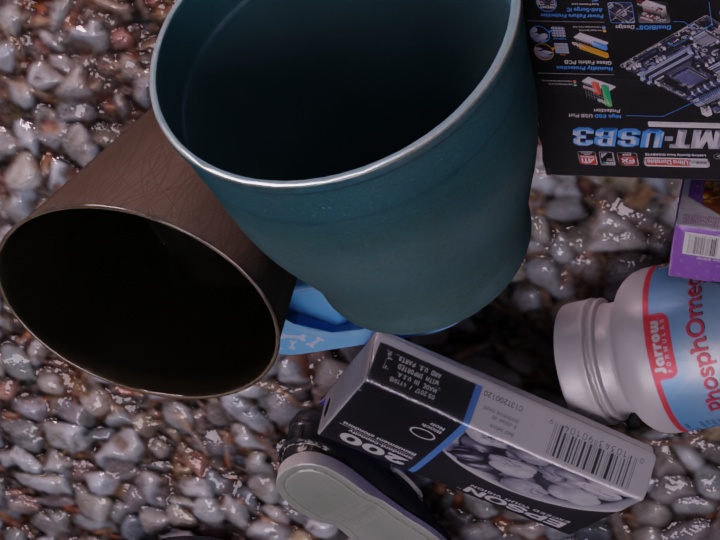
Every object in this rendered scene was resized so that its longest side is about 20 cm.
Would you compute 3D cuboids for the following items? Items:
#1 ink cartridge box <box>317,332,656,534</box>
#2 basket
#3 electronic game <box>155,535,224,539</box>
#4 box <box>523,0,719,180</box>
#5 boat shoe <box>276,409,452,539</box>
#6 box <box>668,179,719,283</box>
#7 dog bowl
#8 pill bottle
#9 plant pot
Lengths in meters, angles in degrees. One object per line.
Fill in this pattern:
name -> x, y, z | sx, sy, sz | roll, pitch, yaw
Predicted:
ink cartridge box -> 0.073, 0.120, 1.180 | 0.197, 0.044, 0.200 | 23, 160, -5
basket -> -0.102, -0.038, 1.083 | 0.179, 0.200, 0.137 | 11, 129, 13
electronic game -> -0.119, 0.296, 1.434 | 0.199, 0.042, 0.201 | 8, 125, 11
box -> 0.180, -0.134, 0.925 | 0.199, 0.050, 0.199 | 4, 137, 23
boat shoe -> 0.016, 0.174, 1.292 | 0.075, 0.061, 0.200 | -22, 130, 27
box -> 0.285, -0.033, 1.009 | 0.199, 0.137, 0.039 | 10, 127, 11
dog bowl -> 0.000, 0.000, 1.144 | 0.199, 0.112, 0.050 | -10, 132, 24
pill bottle -> 0.229, 0.043, 1.099 | 0.199, 0.109, 0.109 | -13, 120, 25
plant pot -> 0.012, -0.069, 0.957 | 0.199, 0.201, 0.188 | -3, 144, 19
